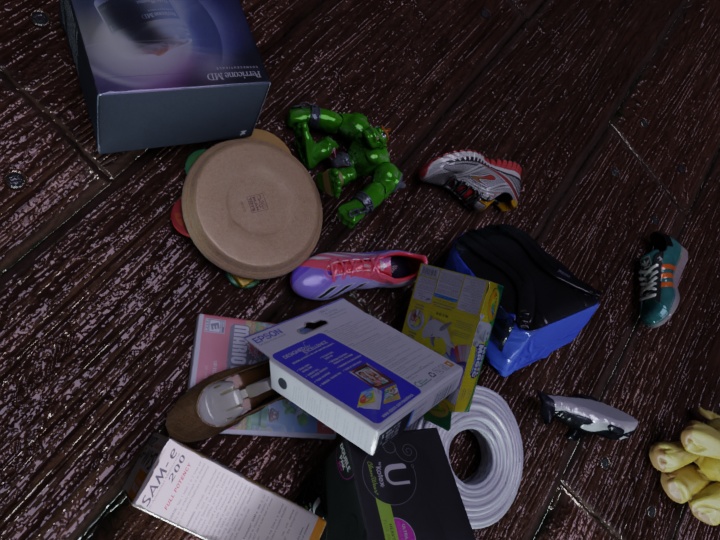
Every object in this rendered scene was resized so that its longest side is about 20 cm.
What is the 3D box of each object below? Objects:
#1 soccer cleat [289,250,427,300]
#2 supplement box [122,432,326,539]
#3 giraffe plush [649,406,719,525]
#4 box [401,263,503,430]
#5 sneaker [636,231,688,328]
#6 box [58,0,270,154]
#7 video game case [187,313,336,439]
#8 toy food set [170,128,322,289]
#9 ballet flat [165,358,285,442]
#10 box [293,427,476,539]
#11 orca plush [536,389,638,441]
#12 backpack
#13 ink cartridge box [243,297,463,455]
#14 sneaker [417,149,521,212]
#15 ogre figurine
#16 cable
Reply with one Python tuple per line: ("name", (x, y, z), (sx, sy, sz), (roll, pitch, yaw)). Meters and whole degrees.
("soccer cleat", (0.000, 0.000, 0.831), (0.199, 0.076, 0.067), (-4, 79, -29))
("supplement box", (-0.154, 0.260, 0.664), (0.199, 0.126, 0.074), (35, 66, -17))
("giraffe plush", (0.633, 0.320, 1.052), (0.162, 0.199, 0.174), (-22, 84, -58))
("box", (0.110, 0.101, 0.803), (0.048, 0.117, 0.202), (17, 90, -48))
("sneaker", (0.553, 0.013, 1.122), (0.080, 0.071, 0.201), (36, 60, -10))
("box", (-0.240, -0.268, 0.727), (0.199, 0.123, 0.200), (-14, 76, -28))
("video game case", (-0.120, 0.140, 0.771), (0.199, 0.017, 0.144), (11, 73, -25))
("toy food set", (-0.145, -0.084, 0.793), (0.198, 0.049, 0.201), (-37, 97, -29))
("ballet flat", (-0.132, 0.144, 0.712), (0.199, 0.072, 0.068), (-18, 86, -29))
("box", (0.017, 0.293, 0.680), (0.123, 0.200, 0.149), (3, 50, -27))
("orca plush", (0.358, 0.253, 0.961), (0.199, 0.105, 0.072), (12, 107, -35))
("backpack", (0.208, 0.040, 0.884), (0.162, 0.168, 0.200), (-14, 52, -32))
("ink cartridge box", (-0.006, 0.114, 0.715), (0.198, 0.199, 0.044), (-18, 131, -52))
("sneaker", (0.183, -0.141, 0.959), (0.199, 0.078, 0.083), (5, 77, -26))
("ogre figurine", (-0.017, -0.163, 0.852), (0.119, 0.099, 0.200), (-19, 49, -27))
("cable", (0.147, 0.261, 0.851), (0.200, 0.069, 0.200), (42, 63, -13))
